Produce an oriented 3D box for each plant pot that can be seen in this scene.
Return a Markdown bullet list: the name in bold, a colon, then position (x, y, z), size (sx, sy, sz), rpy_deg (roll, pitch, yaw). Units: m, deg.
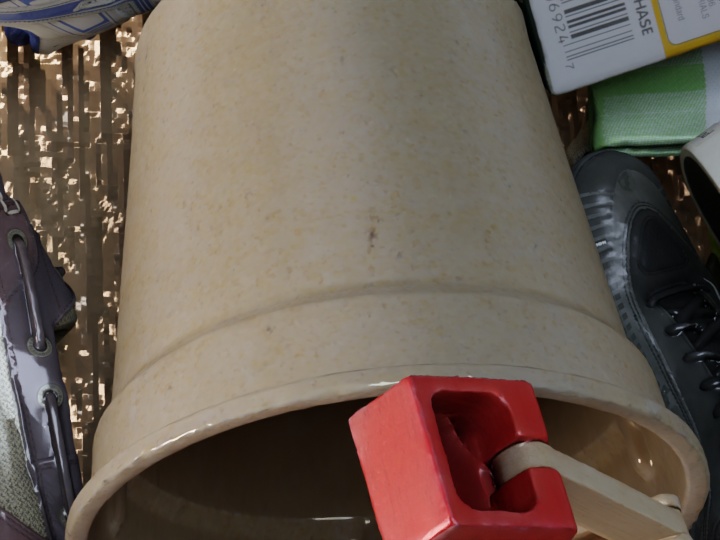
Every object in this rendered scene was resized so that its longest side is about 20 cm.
- **plant pot**: position (0.000, 0.000, 0.894), size (0.200, 0.201, 0.184), rpy_deg (1, 61, -13)

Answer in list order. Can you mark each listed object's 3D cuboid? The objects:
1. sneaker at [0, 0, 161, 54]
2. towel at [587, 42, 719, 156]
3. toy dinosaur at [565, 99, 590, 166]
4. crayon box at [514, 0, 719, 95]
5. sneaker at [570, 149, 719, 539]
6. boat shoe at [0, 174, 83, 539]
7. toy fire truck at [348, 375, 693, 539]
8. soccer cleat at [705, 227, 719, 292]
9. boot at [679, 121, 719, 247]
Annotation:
- **sneaker**: position (-0.089, -0.118, 0.952), size (0.200, 0.088, 0.075), rpy_deg (-2, 54, -47)
- **towel**: position (0.180, -0.105, 0.997), size (0.199, 0.031, 0.150), rpy_deg (-2, 62, 6)
- **toy dinosaur**: position (0.171, -0.084, 1.019), size (0.200, 0.058, 0.101), rpy_deg (-36, 82, -21)
- **crayon box**: position (0.138, -0.152, 0.942), size (0.199, 0.052, 0.126), rpy_deg (-18, 107, -2)
- **sneaker**: position (0.121, 0.050, 0.934), size (0.066, 0.090, 0.201), rpy_deg (-5, 78, -37)
- **boat shoe**: position (-0.126, 0.018, 0.913), size (0.065, 0.072, 0.201), rpy_deg (3, 64, -28)
- **toy fire truck**: position (0.052, 0.098, 0.832), size (0.200, 0.141, 0.049), rpy_deg (13, 47, -41)
- **soccer cleat**: position (0.205, 0.037, 0.985), size (0.200, 0.065, 0.084), rpy_deg (45, 67, 0)
- **boot**: position (0.216, 0.011, 0.915), size (0.144, 0.072, 0.200), rpy_deg (-28, 88, -4)
